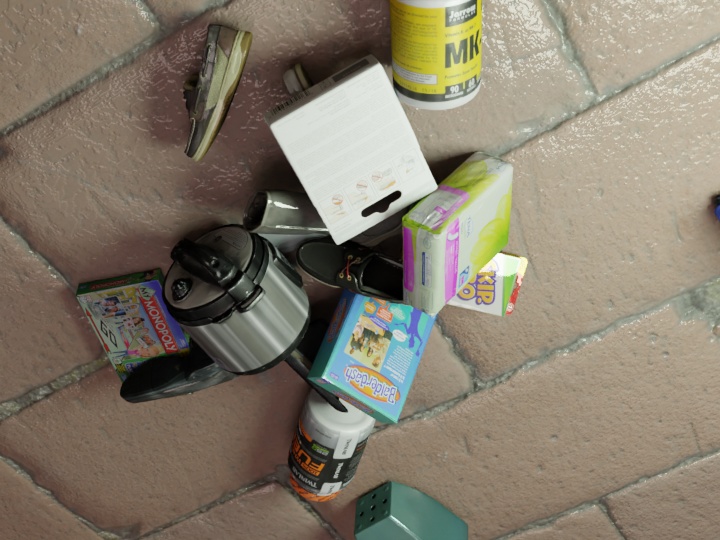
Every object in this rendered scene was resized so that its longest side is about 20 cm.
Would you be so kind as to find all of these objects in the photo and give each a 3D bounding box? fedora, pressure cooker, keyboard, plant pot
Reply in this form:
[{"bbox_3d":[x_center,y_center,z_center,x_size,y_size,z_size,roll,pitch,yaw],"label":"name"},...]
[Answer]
[{"bbox_3d":[-0.063,0.132,1.619,0.092,0.200,0.201,-47,123,-7],"label":"fedora"},{"bbox_3d":[-0.185,0.033,1.493,0.175,0.179,0.200,-18,132,23],"label":"pressure cooker"},{"bbox_3d":[-0.058,-0.075,1.523,0.199,0.011,0.056,-23,122,16],"label":"keyboard"},{"bbox_3d":[0.085,0.497,1.925,0.141,0.142,0.200,-34,116,24],"label":"plant pot"}]

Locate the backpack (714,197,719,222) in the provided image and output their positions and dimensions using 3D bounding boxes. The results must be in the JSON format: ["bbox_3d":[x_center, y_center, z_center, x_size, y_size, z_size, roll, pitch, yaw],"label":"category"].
[{"bbox_3d":[0.640,-0.058,1.461,0.200,0.168,0.162,-34,130,19],"label":"backpack"}]

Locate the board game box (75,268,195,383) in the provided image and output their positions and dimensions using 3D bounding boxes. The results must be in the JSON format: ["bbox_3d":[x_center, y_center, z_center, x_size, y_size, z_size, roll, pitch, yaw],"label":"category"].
[{"bbox_3d":[-0.347,0.091,1.637,0.134,0.029,0.200,-10,130,8],"label":"board game box"}]

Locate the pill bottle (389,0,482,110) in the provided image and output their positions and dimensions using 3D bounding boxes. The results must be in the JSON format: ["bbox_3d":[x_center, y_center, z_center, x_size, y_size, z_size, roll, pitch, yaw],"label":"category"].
[{"bbox_3d":[0.092,-0.308,1.262,0.114,0.115,0.200,-4,130,1],"label":"pill bottle"}]

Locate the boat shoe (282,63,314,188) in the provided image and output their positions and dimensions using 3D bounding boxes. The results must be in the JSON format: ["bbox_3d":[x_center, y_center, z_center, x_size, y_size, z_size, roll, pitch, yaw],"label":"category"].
[{"bbox_3d":[-0.071,-0.181,1.389,0.068,0.075,0.200,-18,129,6],"label":"boat shoe"}]

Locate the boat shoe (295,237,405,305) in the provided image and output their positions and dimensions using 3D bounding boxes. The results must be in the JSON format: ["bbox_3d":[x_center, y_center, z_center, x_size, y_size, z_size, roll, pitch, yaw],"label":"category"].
[{"bbox_3d":[0.001,-0.003,1.504,0.201,0.063,0.074,19,85,6],"label":"boat shoe"}]

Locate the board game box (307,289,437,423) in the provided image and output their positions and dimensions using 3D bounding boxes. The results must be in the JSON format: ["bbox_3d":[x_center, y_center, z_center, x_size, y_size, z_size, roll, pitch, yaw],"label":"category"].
[{"bbox_3d":[0.023,0.107,1.561,0.152,0.201,0.045,35,154,-27],"label":"board game box"}]

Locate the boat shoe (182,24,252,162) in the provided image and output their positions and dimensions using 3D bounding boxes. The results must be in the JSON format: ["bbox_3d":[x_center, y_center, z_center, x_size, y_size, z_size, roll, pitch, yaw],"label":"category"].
[{"bbox_3d":[-0.198,-0.233,1.351,0.065,0.073,0.200,24,123,-7],"label":"boat shoe"}]

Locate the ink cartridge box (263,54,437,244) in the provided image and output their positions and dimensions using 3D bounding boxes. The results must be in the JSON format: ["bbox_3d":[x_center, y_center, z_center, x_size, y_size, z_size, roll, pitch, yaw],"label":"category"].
[{"bbox_3d":[-0.009,-0.154,1.341,0.160,0.047,0.200,-30,123,-1],"label":"ink cartridge box"}]

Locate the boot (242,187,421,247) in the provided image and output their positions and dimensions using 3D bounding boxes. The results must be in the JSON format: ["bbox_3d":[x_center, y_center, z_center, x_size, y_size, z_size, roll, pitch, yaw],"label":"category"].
[{"bbox_3d":[-0.040,-0.089,1.414,0.199,0.073,0.182,14,147,-27],"label":"boot"}]

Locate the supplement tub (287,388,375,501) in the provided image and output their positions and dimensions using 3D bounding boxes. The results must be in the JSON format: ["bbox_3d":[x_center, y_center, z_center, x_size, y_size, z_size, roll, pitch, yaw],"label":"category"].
[{"bbox_3d":[-0.054,0.292,1.755,0.122,0.123,0.200,10,128,-10],"label":"supplement tub"}]

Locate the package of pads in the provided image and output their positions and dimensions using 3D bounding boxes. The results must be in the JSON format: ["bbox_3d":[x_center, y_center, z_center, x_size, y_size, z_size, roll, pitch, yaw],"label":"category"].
[{"bbox_3d":[0.134,-0.056,1.432,0.068,0.200,0.155,25,138,28],"label":"package of pads"}]

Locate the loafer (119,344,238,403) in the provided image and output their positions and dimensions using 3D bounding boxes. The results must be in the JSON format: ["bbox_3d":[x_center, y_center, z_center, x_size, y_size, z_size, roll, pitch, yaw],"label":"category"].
[{"bbox_3d":[-0.285,0.175,1.648,0.199,0.073,0.072,-18,133,13],"label":"loafer"}]

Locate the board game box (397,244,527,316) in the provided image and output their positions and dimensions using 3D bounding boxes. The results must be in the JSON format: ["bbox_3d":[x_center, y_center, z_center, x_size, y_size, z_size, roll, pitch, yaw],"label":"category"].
[{"bbox_3d":[0.152,0.007,1.562,0.199,0.030,0.096,12,102,-15],"label":"board game box"}]
